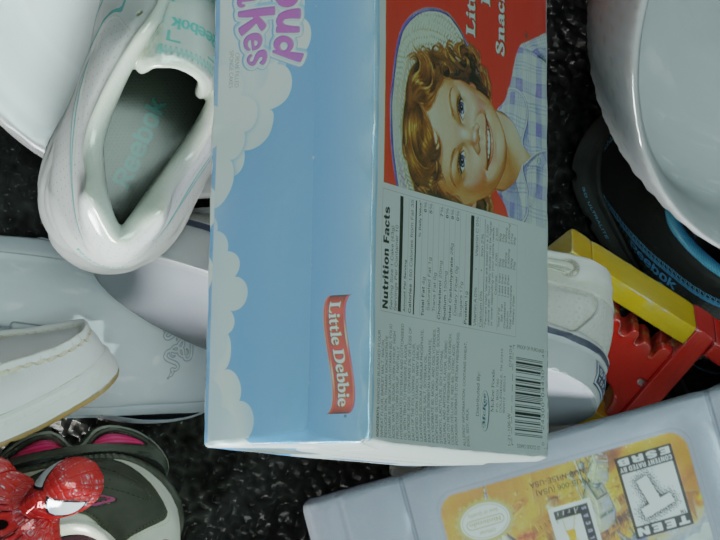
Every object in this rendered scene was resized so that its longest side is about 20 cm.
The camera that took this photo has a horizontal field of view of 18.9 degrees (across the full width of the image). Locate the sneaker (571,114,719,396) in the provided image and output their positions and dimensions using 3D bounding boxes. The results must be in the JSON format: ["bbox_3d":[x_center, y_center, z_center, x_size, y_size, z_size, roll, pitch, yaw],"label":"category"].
[{"bbox_3d":[0.161,0.020,0.897,0.073,0.082,0.200,-40,103,-12],"label":"sneaker"}]

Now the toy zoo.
[{"bbox_3d":[0.104,0.068,0.884,0.199,0.021,0.131,31,118,-14],"label":"toy zoo"}]

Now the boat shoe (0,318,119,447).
[{"bbox_3d":[-0.189,0.038,0.781,0.199,0.071,0.070,-13,100,-5],"label":"boat shoe"}]

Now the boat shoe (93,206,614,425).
[{"bbox_3d":[0.000,0.000,0.819,0.199,0.071,0.070,12,62,5],"label":"boat shoe"}]

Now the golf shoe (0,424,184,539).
[{"bbox_3d":[-0.164,0.114,0.810,0.199,0.088,0.078,-18,110,-3],"label":"golf shoe"}]

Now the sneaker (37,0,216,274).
[{"bbox_3d":[-0.055,-0.093,0.742,0.070,0.080,0.202,17,88,-13],"label":"sneaker"}]

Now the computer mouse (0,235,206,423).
[{"bbox_3d":[-0.139,0.019,0.841,0.199,0.044,0.111,5,91,-14],"label":"computer mouse"}]

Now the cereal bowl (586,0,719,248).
[{"bbox_3d":[0.167,-0.108,0.797,0.199,0.083,0.201,-11,123,-18],"label":"cereal bowl"}]

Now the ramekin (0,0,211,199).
[{"bbox_3d":[-0.071,-0.129,0.824,0.201,0.094,0.204,-1,94,-14],"label":"ramekin"}]

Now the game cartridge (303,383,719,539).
[{"bbox_3d":[0.089,0.123,0.794,0.199,0.042,0.134,-17,79,8],"label":"game cartridge"}]

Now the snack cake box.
[{"bbox_3d":[0.008,-0.038,0.719,0.115,0.067,0.202,12,76,-54],"label":"snack cake box"}]

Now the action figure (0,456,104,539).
[{"bbox_3d":[-0.178,0.117,0.734,0.199,0.099,0.066,-32,76,11],"label":"action figure"}]
